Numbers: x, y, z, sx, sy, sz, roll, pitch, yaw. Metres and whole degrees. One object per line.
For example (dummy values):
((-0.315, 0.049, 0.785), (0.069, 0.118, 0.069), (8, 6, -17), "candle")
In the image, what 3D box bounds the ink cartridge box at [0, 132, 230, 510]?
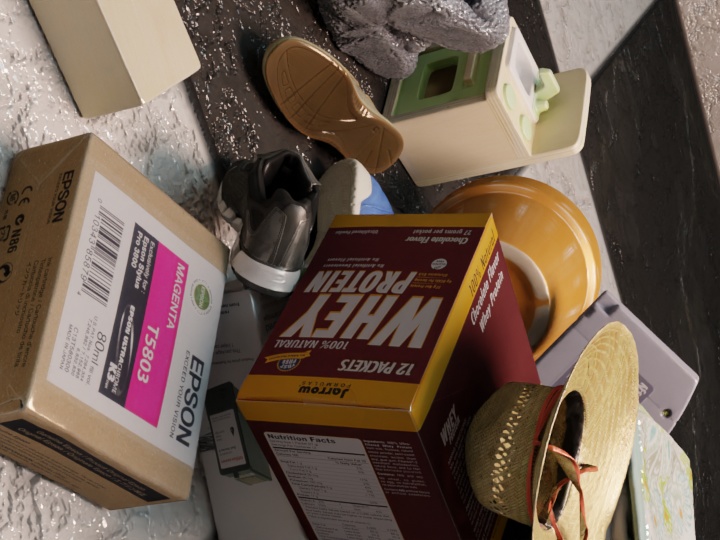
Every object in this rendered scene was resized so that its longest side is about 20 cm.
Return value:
((-0.172, 0.037, 0.789), (0.165, 0.075, 0.201), (42, 45, -48), "ink cartridge box")

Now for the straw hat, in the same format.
((0.118, 0.126, 0.813), (0.201, 0.085, 0.202), (-26, 121, -54), "straw hat")

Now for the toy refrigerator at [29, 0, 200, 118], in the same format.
((-0.196, -0.216, 0.836), (0.076, 0.070, 0.201), (-47, 122, -48), "toy refrigerator")

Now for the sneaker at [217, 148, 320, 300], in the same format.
((-0.067, -0.059, 0.930), (0.066, 0.091, 0.200), (17, 21, -18), "sneaker")

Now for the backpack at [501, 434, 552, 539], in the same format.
((0.127, 0.237, 0.999), (0.147, 0.200, 0.183), (45, 38, -18), "backpack")

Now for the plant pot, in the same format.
((0.135, 0.016, 1.181), (0.183, 0.199, 0.201), (-39, 116, -72), "plant pot")

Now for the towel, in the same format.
((0.228, 0.217, 0.931), (0.171, 0.048, 0.201), (43, 45, -48), "towel")

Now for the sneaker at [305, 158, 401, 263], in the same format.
((0.001, 0.000, 1.118), (0.111, 0.077, 0.201), (42, 39, -36), "sneaker")

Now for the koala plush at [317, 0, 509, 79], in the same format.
((0.043, -0.330, 1.213), (0.183, 0.177, 0.201), (20, 67, -47), "koala plush")

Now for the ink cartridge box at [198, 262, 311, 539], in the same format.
((-0.064, 0.103, 0.957), (0.146, 0.084, 0.201), (-21, 101, -61), "ink cartridge box")

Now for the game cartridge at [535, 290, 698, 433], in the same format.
((0.202, 0.134, 1.076), (0.133, 0.200, 0.041), (45, 15, 9), "game cartridge")

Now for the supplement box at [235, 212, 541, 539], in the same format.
((0.035, 0.095, 0.887), (0.198, 0.132, 0.200), (-63, 143, -41), "supplement box")

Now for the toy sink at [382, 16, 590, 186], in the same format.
((0.138, -0.191, 1.305), (0.112, 0.199, 0.131), (53, 39, -40), "toy sink")

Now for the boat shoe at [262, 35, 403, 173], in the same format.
((-0.033, -0.165, 1.133), (0.200, 0.072, 0.065), (35, 15, -47), "boat shoe")
